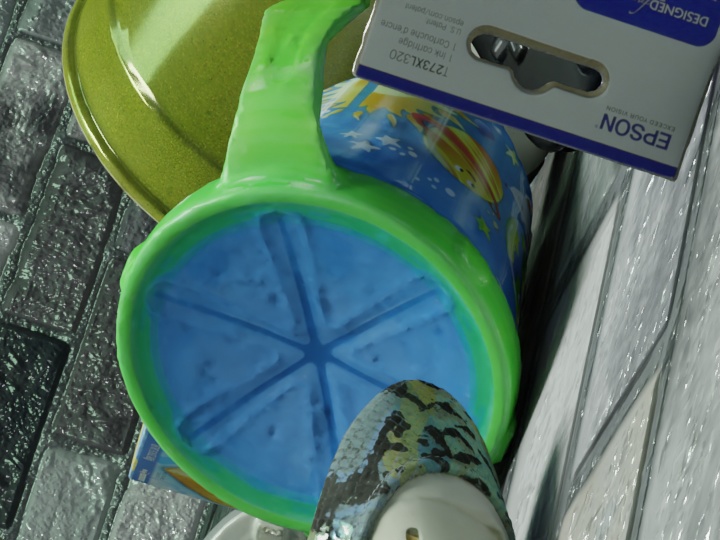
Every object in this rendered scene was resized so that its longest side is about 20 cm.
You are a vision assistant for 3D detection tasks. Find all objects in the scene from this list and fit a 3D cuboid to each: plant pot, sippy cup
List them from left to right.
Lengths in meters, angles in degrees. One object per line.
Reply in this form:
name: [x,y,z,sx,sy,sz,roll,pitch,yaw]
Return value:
sippy cup: [0.000,0.000,0.966,0.178,0.140,0.130,-60,1,35]
plant pot: [0.002,-0.126,1.194,0.193,0.200,0.200,-54,15,42]

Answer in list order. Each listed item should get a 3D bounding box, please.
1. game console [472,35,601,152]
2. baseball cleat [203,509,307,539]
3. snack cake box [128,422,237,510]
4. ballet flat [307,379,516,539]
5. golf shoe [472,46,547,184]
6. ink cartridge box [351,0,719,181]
game console: [0.023,-0.158,0.850,0.172,0.119,0.200,63,143,36]
baseball cleat: [-0.076,0.202,1.530,0.106,0.070,0.200,-85,14,-72]
snack cake box: [-0.030,0.058,1.196,0.200,0.115,0.067,119,168,-74]
ballet flat: [0.014,0.117,0.771,0.074,0.074,0.200,116,170,-64]
golf shoe: [0.062,-0.124,1.045,0.088,0.077,0.200,148,137,-63]
ink cartridge box: [0.072,-0.133,0.751,0.037,0.095,0.200,-106,34,-82]
